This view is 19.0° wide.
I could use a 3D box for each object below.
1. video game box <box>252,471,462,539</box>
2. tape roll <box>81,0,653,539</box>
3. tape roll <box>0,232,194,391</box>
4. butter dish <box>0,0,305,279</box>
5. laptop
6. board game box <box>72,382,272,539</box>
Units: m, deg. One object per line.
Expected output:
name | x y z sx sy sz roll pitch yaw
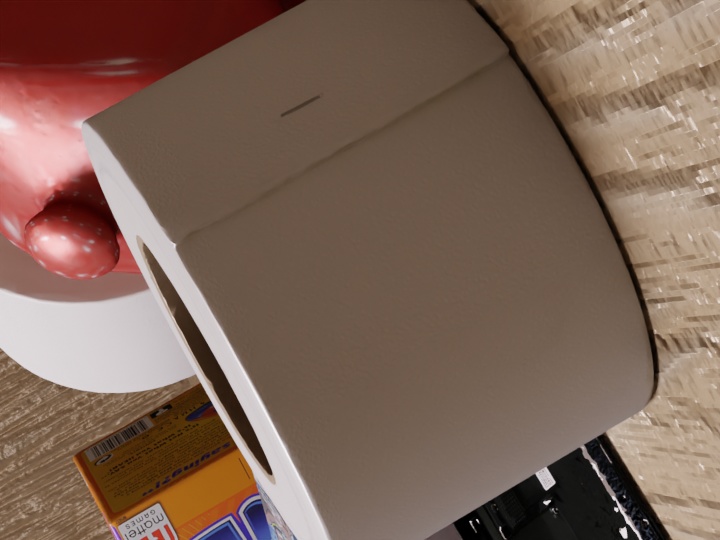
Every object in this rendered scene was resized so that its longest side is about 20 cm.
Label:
video game box | 0.010 0.164 1.153 0.200 0.047 0.183 43 153 43
tape roll | 0.000 0.000 0.821 0.203 0.139 0.203 58 171 14
tape roll | -0.141 -0.049 1.201 0.203 0.202 0.139 57 170 20
butter dish | -0.113 -0.061 0.990 0.200 0.198 0.148 73 -153 -49
laptop | 0.094 0.098 1.013 0.178 0.103 0.200 58 145 13
board game box | -0.050 0.180 1.447 0.200 0.199 0.200 63 171 -13
